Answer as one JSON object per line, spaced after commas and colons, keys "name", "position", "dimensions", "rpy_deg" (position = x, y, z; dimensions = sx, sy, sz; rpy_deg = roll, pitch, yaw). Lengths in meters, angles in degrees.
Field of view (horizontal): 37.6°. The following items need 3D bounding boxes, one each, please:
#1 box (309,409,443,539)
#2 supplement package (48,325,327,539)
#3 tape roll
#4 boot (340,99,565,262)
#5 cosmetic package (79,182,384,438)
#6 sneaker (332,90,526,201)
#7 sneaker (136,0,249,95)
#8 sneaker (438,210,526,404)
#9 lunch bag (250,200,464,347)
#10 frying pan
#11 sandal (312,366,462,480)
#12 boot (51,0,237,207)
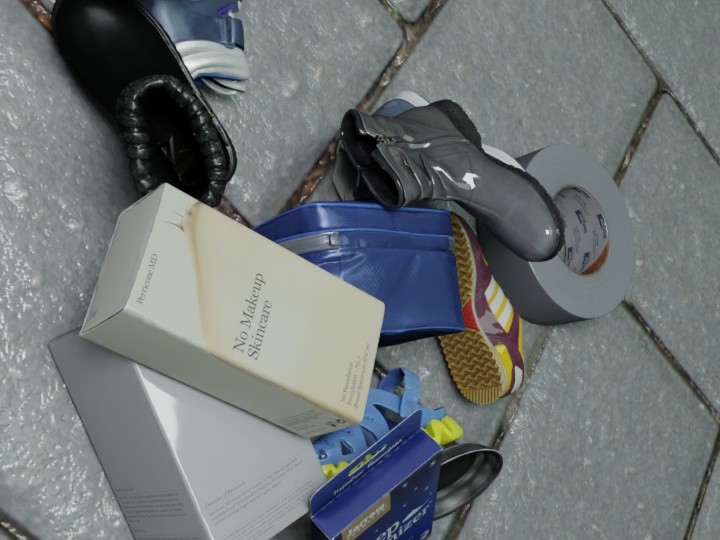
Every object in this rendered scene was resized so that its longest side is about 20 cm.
{"name": "box", "position": [0.013, 0.208, 0.884], "dimensions": [0.121, 0.200, 0.032], "rpy_deg": [-35, 58, -25]}
{"name": "supplement package", "position": [-0.132, 0.115, 0.829], "dimensions": [0.120, 0.121, 0.201], "rpy_deg": [-27, 98, -41]}
{"name": "tape roll", "position": [0.225, -0.039, 1.204], "dimensions": [0.200, 0.066, 0.201], "rpy_deg": [11, 73, -37]}
{"name": "boot", "position": [0.075, -0.069, 0.929], "dimensions": [0.131, 0.070, 0.200], "rpy_deg": [-17, 53, -41]}
{"name": "cosmetic package", "position": [-0.086, 0.034, 0.760], "dimensions": [0.200, 0.073, 0.104], "rpy_deg": [29, 57, -30]}
{"name": "sneaker", "position": [0.066, -0.084, 1.033], "dimensions": [0.202, 0.077, 0.146], "rpy_deg": [37, 45, 20]}
{"name": "sneaker", "position": [-0.129, -0.234, 0.955], "dimensions": [0.200, 0.080, 0.147], "rpy_deg": [-41, 114, -42]}
{"name": "sneaker", "position": [0.118, 0.035, 1.102], "dimensions": [0.090, 0.075, 0.201], "rpy_deg": [-13, 89, -56]}
{"name": "lunch bag", "position": [0.000, 0.000, 0.959], "dimensions": [0.199, 0.136, 0.133], "rpy_deg": [0, 80, -41]}
{"name": "frying pan", "position": [0.060, 0.193, 0.980], "dimensions": [0.190, 0.115, 0.031], "rpy_deg": [21, 30, -48]}
{"name": "sandal", "position": [0.003, 0.146, 0.973], "dimensions": [0.200, 0.079, 0.087], "rpy_deg": [-13, 76, -46]}
{"name": "boot", "position": [-0.169, -0.137, 0.809], "dimensions": [0.079, 0.158, 0.211], "rpy_deg": [-40, 97, 6]}
